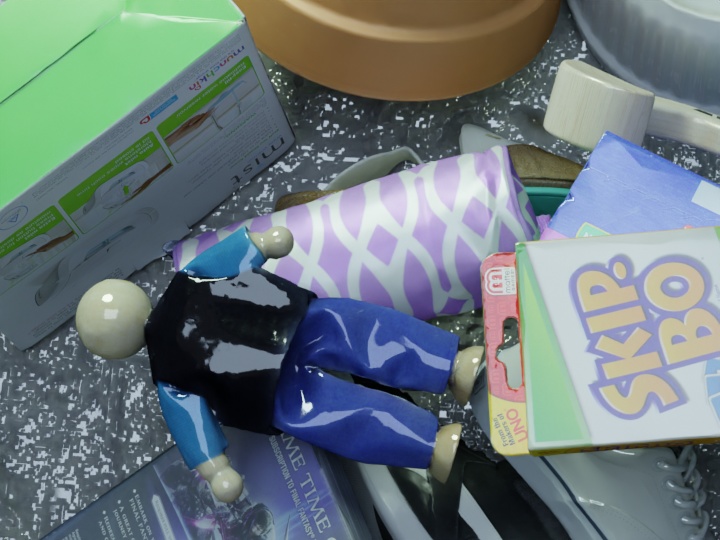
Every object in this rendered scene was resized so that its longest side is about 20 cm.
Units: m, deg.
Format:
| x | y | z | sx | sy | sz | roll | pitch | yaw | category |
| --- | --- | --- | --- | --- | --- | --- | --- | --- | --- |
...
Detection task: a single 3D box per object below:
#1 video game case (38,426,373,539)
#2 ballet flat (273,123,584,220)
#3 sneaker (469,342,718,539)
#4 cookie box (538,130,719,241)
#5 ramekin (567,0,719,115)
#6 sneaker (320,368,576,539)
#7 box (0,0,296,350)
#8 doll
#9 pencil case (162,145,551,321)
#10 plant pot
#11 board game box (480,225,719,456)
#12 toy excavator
| x | y | z | sx | sy | sz | roll | pitch | yaw | category |
| --- | --- | --- | --- | --- | --- | --- | --- | --- | --- |
| -0.082 | 0.161 | 1.169 | 0.199 | 0.019 | 0.144 | -35 | 62 | 22 | video game case |
| 0.041 | -0.040 | 1.244 | 0.198 | 0.068 | 0.073 | -14 | 54 | 7 | ballet flat |
| 0.141 | 0.111 | 1.143 | 0.200 | 0.073 | 0.071 | 45 | 128 | -12 | sneaker |
| 0.178 | 0.024 | 1.131 | 0.170 | 0.200 | 0.076 | 28 | 80 | 13 | cookie box |
| 0.206 | -0.189 | 1.236 | 0.198 | 0.105 | 0.202 | -2 | 74 | 7 | ramekin |
| 0.046 | 0.106 | 1.202 | 0.111 | 0.073 | 0.201 | -15 | 56 | -23 | sneaker |
| -0.147 | -0.069 | 1.209 | 0.200 | 0.177 | 0.097 | -38 | 73 | -4 | box |
| -0.045 | 0.048 | 1.117 | 0.198 | 0.048 | 0.138 | 17 | 85 | 2 | doll |
| 0.000 | 0.000 | 1.175 | 0.198 | 0.086 | 0.085 | -16 | 64 | 10 | pencil case |
| 0.023 | -0.208 | 1.204 | 0.198 | 0.141 | 0.201 | 6 | 49 | -6 | plant pot |
| 0.153 | 0.029 | 1.018 | 0.198 | 0.030 | 0.096 | -5 | 78 | 10 | board game box |
| 0.212 | -0.059 | 1.167 | 0.199 | 0.194 | 0.101 | 21 | 105 | 24 | toy excavator |
